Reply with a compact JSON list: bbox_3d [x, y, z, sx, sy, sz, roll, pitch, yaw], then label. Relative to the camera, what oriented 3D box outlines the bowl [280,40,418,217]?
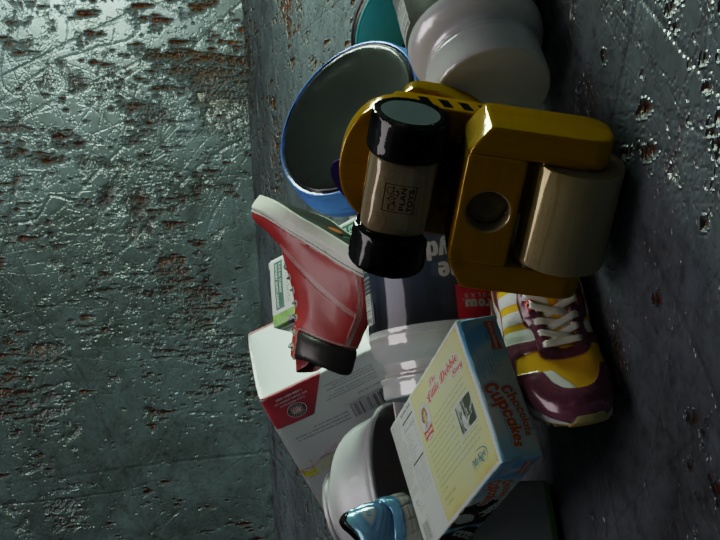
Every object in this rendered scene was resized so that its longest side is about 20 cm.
[{"bbox_3d":[-0.005,-0.156,1.407,0.200,0.039,0.202,-21,54,32],"label":"bowl"}]

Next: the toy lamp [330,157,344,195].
[{"bbox_3d":[0.050,-0.137,1.134,0.058,0.200,0.058,30,148,21],"label":"toy lamp"}]

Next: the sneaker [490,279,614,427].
[{"bbox_3d":[0.140,0.034,0.998,0.200,0.074,0.091,-111,15,-55],"label":"sneaker"}]

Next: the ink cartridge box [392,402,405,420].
[{"bbox_3d":[0.055,0.119,1.440,0.176,0.044,0.201,75,-174,-64],"label":"ink cartridge box"}]

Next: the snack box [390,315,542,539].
[{"bbox_3d":[0.078,0.134,1.037,0.200,0.037,0.117,114,144,-57],"label":"snack box"}]

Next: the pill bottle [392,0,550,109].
[{"bbox_3d":[0.087,-0.216,1.086,0.114,0.113,0.201,99,163,-50],"label":"pill bottle"}]

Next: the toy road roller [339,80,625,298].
[{"bbox_3d":[0.084,-0.073,0.964,0.146,0.199,0.123,-84,3,-62],"label":"toy road roller"}]

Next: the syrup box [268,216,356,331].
[{"bbox_3d":[0.000,0.000,1.358,0.200,0.081,0.079,-27,60,40],"label":"syrup box"}]

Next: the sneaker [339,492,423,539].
[{"bbox_3d":[0.021,0.317,1.247,0.078,0.089,0.201,107,156,-68],"label":"sneaker"}]

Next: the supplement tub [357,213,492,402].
[{"bbox_3d":[0.072,0.011,1.172,0.140,0.139,0.201,136,129,-76],"label":"supplement tub"}]

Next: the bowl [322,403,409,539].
[{"bbox_3d":[0.019,0.251,1.422,0.201,0.090,0.202,52,-152,-42],"label":"bowl"}]

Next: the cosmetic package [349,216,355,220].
[{"bbox_3d":[0.029,-0.055,1.492,0.200,0.071,0.106,87,170,-53],"label":"cosmetic package"}]

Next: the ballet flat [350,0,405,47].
[{"bbox_3d":[0.019,-0.261,1.558,0.073,0.073,0.201,-109,16,-54],"label":"ballet flat"}]

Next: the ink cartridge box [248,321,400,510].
[{"bbox_3d":[-0.021,0.156,1.538,0.145,0.145,0.201,-111,-4,-60],"label":"ink cartridge box"}]

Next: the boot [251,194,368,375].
[{"bbox_3d":[-0.061,0.018,1.309,0.200,0.072,0.145,35,106,41],"label":"boot"}]

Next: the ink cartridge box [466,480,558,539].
[{"bbox_3d":[0.117,0.283,1.179,0.200,0.084,0.147,109,155,-68],"label":"ink cartridge box"}]
